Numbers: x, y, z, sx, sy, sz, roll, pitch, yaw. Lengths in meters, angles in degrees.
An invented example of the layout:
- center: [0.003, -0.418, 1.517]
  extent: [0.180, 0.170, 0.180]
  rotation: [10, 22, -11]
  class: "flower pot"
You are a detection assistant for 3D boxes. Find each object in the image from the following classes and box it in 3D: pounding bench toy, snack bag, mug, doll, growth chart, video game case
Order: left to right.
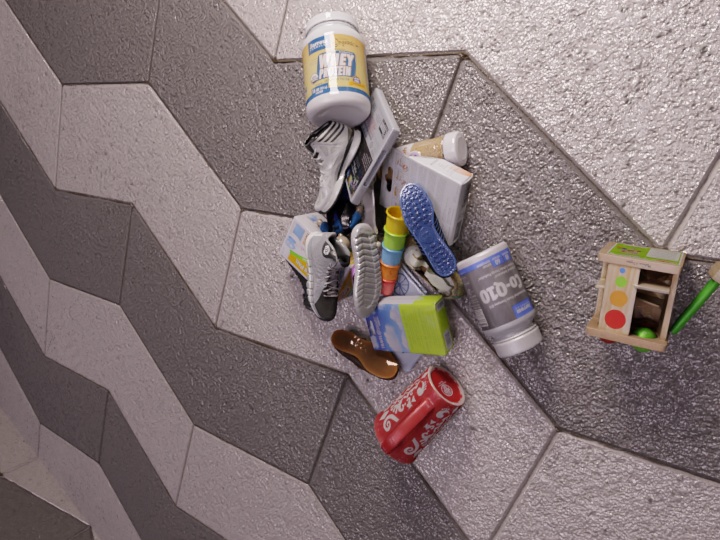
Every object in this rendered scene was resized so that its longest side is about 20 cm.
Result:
- center: [-0.053, -0.137, 1.245]
  extent: [0.134, 0.048, 0.206]
  rotation: [-19, 70, 31]
  class: "doll"
- center: [0.015, -0.271, 1.148]
  extent: [0.184, 0.023, 0.203]
  rotation: [-57, 29, 31]
  class: "video game case"
- center: [0.017, -0.146, 1.203]
  extent: [0.145, 0.017, 0.207]
  rotation: [-141, 46, -70]
  class: "growth chart"
- center: [0.102, 0.109, 1.245]
  extent: [0.201, 0.021, 0.190]
  rotation: [49, 124, 17]
  class: "snack bag"
- center: [0.135, 0.332, 1.188]
  extent: [0.132, 0.179, 0.201]
  rotation: [33, 117, -10]
  class: "mug"
- center: [0.497, 0.055, 0.887]
  extent: [0.195, 0.123, 0.161]
  rotation: [12, 108, 32]
  class: "pounding bench toy"

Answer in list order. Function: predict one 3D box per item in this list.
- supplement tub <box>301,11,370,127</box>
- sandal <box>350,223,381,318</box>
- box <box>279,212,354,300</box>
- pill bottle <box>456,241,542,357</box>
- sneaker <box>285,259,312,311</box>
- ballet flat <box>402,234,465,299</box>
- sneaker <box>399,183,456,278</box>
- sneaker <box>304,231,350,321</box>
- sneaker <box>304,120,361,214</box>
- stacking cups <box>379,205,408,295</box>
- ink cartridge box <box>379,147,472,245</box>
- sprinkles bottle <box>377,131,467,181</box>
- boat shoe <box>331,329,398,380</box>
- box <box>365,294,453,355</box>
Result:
- center: [-0.054, -0.426, 1.144]
  extent: [0.142, 0.143, 0.207]
  rotation: [-12, 80, 36]
  class: "supplement tub"
- center: [0.006, -0.001, 1.168]
  extent: [0.049, 0.081, 0.210]
  rotation: [11, 106, 48]
  class: "sandal"
- center: [-0.086, -0.034, 1.296]
  extent: [0.199, 0.100, 0.114]
  rotation: [41, 120, 21]
  class: "box"
- center: [0.277, 0.059, 1.051]
  extent: [0.112, 0.113, 0.205]
  rotation: [-26, 86, 36]
  class: "pill bottle"
- center: [-0.141, 0.034, 1.369]
  extent: [0.198, 0.070, 0.101]
  rotation: [38, 115, 18]
  class: "sneaker"
- center: [0.146, -0.009, 1.159]
  extent: [0.199, 0.070, 0.072]
  rotation: [42, 121, 21]
  class: "ballet flat"
- center: [0.134, -0.077, 1.090]
  extent: [0.068, 0.078, 0.205]
  rotation: [-23, 85, 1]
  class: "sneaker"
- center: [-0.064, 0.013, 1.172]
  extent: [0.114, 0.074, 0.207]
  rotation: [-4, 97, 47]
  class: "sneaker"
- center: [-0.086, -0.233, 1.170]
  extent: [0.205, 0.113, 0.076]
  rotation: [-65, 26, 16]
  class: "sneaker"
- center: [0.074, -0.038, 1.173]
  extent: [0.059, 0.060, 0.205]
  rotation: [26, 128, 28]
  class: "stacking cups"
- center: [0.131, -0.166, 1.114]
  extent: [0.198, 0.050, 0.165]
  rotation: [36, 143, 28]
  class: "ink cartridge box"
- center: [0.126, -0.237, 1.121]
  extent: [0.195, 0.068, 0.071]
  rotation: [-6, 98, 36]
  class: "sprinkles bottle"
- center: [0.016, 0.209, 1.306]
  extent: [0.197, 0.071, 0.071]
  rotation: [30, 72, 31]
  class: "boat shoe"
- center: [0.104, 0.121, 1.188]
  extent: [0.196, 0.047, 0.125]
  rotation: [-2, 110, 40]
  class: "box"
